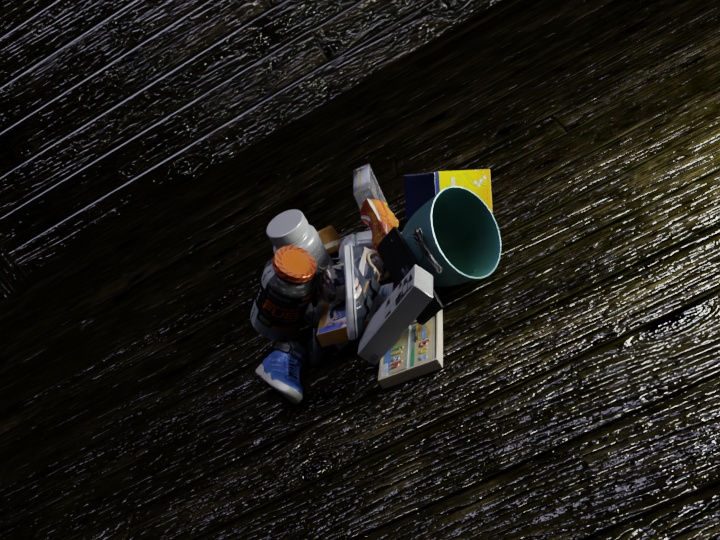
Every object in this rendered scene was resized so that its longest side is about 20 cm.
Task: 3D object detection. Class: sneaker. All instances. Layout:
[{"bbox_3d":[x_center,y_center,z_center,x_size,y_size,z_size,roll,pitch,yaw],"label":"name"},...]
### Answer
[{"bbox_3d":[-0.154,0.211,1.580,0.112,0.077,0.199,-52,23,-10],"label":"sneaker"},{"bbox_3d":[0.005,0.043,1.510,0.078,0.204,0.079,0,-18,-5],"label":"sneaker"},{"bbox_3d":[0.059,-0.093,1.607,0.202,0.076,0.074,-106,31,-43],"label":"sneaker"}]

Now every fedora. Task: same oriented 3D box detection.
[{"bbox_3d":[-0.103,-0.065,1.930,0.198,0.083,0.201,-25,-4,-2],"label":"fedora"}]

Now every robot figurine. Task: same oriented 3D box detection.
[{"bbox_3d":[0.032,-0.040,1.751,0.196,0.170,0.115,-10,68,5],"label":"robot figurine"}]

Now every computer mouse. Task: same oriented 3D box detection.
[{"bbox_3d":[-0.097,0.115,1.634,0.033,0.204,0.059,3,-17,-16],"label":"computer mouse"}]

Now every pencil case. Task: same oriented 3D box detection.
[{"bbox_3d":[0.000,0.000,1.613,0.198,0.091,0.078,-25,42,-25],"label":"pencil case"}]

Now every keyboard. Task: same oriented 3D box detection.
[{"bbox_3d":[0.113,-0.004,1.478,0.020,0.202,0.127,-9,-28,-45],"label":"keyboard"}]

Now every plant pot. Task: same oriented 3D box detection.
[{"bbox_3d":[0.177,-0.056,1.564,0.160,0.201,0.201,-28,19,50],"label":"plant pot"}]

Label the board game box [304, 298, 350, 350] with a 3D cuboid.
[{"bbox_3d":[-0.055,0.090,1.697,0.134,0.034,0.199,-39,38,-13],"label":"board game box"}]

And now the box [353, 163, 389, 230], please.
[{"bbox_3d":[0.041,-0.153,1.873,0.048,0.202,0.159,-21,28,12],"label":"box"}]

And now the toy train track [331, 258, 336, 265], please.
[{"bbox_3d":[-0.053,0.030,1.836,0.113,0.033,0.201,-25,32,-3],"label":"toy train track"}]

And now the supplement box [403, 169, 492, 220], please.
[{"bbox_3d":[0.210,-0.181,1.734,0.198,0.112,0.108,-9,7,-40],"label":"supplement box"}]

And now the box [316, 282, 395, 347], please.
[{"bbox_3d":[0.005,0.092,1.580,0.197,0.042,0.120,-19,29,16],"label":"box"}]

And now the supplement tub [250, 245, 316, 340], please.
[{"bbox_3d":[-0.168,0.050,1.613,0.123,0.121,0.202,-64,-2,-49],"label":"supplement tub"}]

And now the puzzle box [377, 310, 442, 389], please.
[{"bbox_3d":[0.104,0.147,1.470,0.131,0.026,0.201,-23,27,18],"label":"puzzle box"}]

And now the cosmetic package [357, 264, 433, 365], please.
[{"bbox_3d":[0.068,0.089,1.442,0.201,0.050,0.083,-53,12,27],"label":"cosmetic package"}]

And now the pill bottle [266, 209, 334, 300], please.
[{"bbox_3d":[-0.135,-0.035,1.697,0.112,0.201,0.114,-17,38,14],"label":"pill bottle"}]
